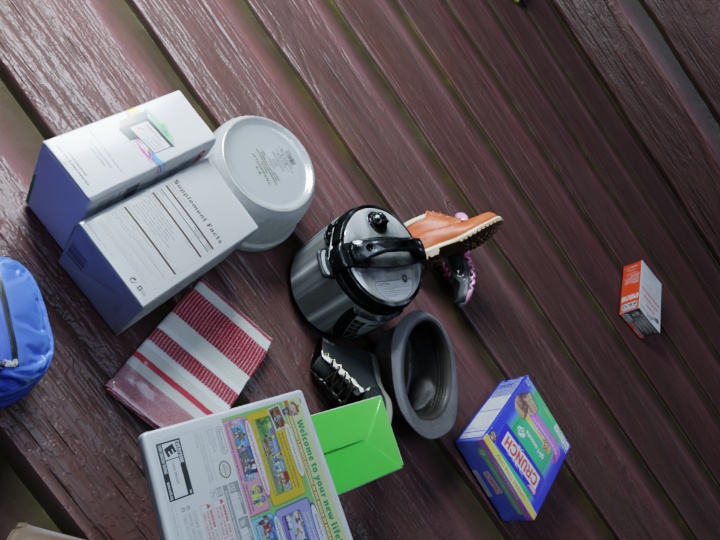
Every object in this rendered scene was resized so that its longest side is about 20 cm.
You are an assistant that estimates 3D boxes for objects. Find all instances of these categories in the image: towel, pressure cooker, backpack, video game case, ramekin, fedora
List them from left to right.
[{"bbox_3d":[-0.399,0.072,0.512,0.198,0.166,0.166,-9,81,-45],"label":"backpack"},{"bbox_3d":[-0.219,0.124,0.734,0.144,0.023,0.201,43,46,-12],"label":"towel"},{"bbox_3d":[-0.163,-0.142,0.852,0.197,0.105,0.204,18,58,-32],"label":"ramekin"},{"bbox_3d":[-0.100,0.232,0.525,0.180,0.022,0.203,-6,65,-42],"label":"video game case"},{"bbox_3d":[-0.001,-0.003,0.853,0.178,0.199,0.177,42,48,-15],"label":"pressure cooker"},{"bbox_3d":[0.082,0.170,0.903,0.175,0.089,0.204,-7,87,-49],"label":"fedora"}]

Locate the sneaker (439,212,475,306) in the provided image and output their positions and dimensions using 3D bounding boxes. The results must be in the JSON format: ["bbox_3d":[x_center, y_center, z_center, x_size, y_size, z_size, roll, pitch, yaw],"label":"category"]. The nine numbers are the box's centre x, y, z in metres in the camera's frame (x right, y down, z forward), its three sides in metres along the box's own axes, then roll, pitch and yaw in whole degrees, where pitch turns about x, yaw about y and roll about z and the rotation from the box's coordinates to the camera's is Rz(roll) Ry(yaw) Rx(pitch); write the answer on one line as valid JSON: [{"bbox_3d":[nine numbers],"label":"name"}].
[{"bbox_3d":[0.178,-0.023,1.114,0.093,0.079,0.204,2,66,-13],"label":"sneaker"}]

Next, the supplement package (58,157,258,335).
[{"bbox_3d":[-0.256,-0.035,0.710,0.121,0.121,0.200,53,46,-6],"label":"supplement package"}]

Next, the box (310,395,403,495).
[{"bbox_3d":[-0.080,0.244,0.682,0.197,0.176,0.098,-5,69,-40],"label":"box"}]

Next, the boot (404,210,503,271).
[{"bbox_3d":[0.175,-0.084,1.068,0.075,0.197,0.109,63,6,-65],"label":"boot"}]

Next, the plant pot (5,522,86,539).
[{"bbox_3d":[-0.256,0.338,0.492,0.196,0.200,0.203,30,52,-15],"label":"plant pot"}]

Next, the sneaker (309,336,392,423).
[{"bbox_3d":[-0.022,0.180,0.804,0.105,0.076,0.201,24,20,-19],"label":"sneaker"}]

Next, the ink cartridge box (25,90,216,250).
[{"bbox_3d":[-0.303,-0.130,0.701,0.084,0.144,0.200,52,47,-6],"label":"ink cartridge box"}]

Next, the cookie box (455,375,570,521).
[{"bbox_3d":[0.289,0.326,1.019,0.199,0.075,0.173,-35,93,-43],"label":"cookie box"}]

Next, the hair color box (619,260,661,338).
[{"bbox_3d":[0.813,0.082,1.585,0.111,0.064,0.201,44,47,-15],"label":"hair color box"}]
